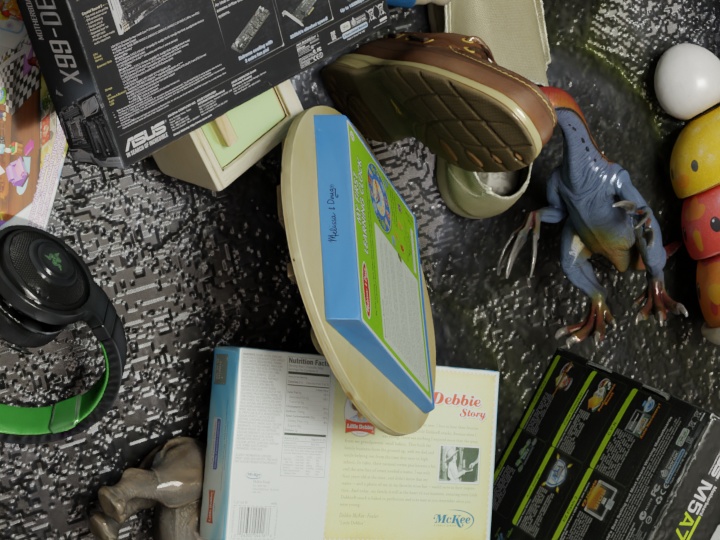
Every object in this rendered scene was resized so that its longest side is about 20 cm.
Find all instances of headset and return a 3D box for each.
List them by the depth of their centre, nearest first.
[{"bbox_3d":[-0.213,0.027,0.818,0.123,0.094,0.200,-21,123,15],"label":"headset"}]

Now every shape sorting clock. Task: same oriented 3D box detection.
[{"bbox_3d":[0.000,0.000,0.874,0.039,0.200,0.201,-14,107,16],"label":"shape sorting clock"}]

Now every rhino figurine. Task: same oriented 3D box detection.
[{"bbox_3d":[-0.094,0.195,0.925,0.087,0.060,0.201,-37,113,-36],"label":"rhino figurine"}]

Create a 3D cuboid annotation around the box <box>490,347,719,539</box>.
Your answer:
[{"bbox_3d":[0.140,0.163,0.941,0.047,0.193,0.201,28,87,-20],"label":"box"}]

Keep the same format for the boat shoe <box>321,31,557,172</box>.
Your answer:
[{"bbox_3d":[0.051,-0.109,0.858,0.068,0.200,0.072,-41,119,-15],"label":"boat shoe"}]

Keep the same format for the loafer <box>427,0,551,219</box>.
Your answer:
[{"bbox_3d":[0.088,-0.130,0.938,0.075,0.068,0.201,-7,102,-20],"label":"loafer"}]

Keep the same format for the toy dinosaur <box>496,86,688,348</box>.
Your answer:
[{"bbox_3d":[0.136,-0.042,0.936,0.105,0.200,0.182,-12,111,17],"label":"toy dinosaur"}]

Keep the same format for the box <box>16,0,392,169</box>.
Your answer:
[{"bbox_3d":[-0.083,-0.165,0.766,0.200,0.050,0.158,-34,121,-33],"label":"box"}]

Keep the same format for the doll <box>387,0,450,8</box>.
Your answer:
[{"bbox_3d":[0.016,-0.218,0.886,0.200,0.048,0.137,-36,110,3],"label":"doll"}]

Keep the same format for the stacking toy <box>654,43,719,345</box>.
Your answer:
[{"bbox_3d":[0.257,-0.062,1.004,0.146,0.146,0.200,-30,89,-14],"label":"stacking toy"}]

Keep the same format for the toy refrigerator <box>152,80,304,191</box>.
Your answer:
[{"bbox_3d":[-0.108,-0.149,0.827,0.076,0.070,0.200,-41,127,-25],"label":"toy refrigerator"}]

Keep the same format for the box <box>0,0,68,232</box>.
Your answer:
[{"bbox_3d":[-0.224,-0.124,0.836,0.136,0.039,0.201,14,94,-23],"label":"box"}]

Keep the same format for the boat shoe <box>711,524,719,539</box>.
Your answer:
[{"bbox_3d":[0.200,0.196,1.042,0.200,0.076,0.060,-35,71,-3],"label":"boat shoe"}]

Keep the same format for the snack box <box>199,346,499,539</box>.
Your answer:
[{"bbox_3d":[-0.002,0.113,0.930,0.199,0.037,0.117,8,83,-33],"label":"snack box"}]
